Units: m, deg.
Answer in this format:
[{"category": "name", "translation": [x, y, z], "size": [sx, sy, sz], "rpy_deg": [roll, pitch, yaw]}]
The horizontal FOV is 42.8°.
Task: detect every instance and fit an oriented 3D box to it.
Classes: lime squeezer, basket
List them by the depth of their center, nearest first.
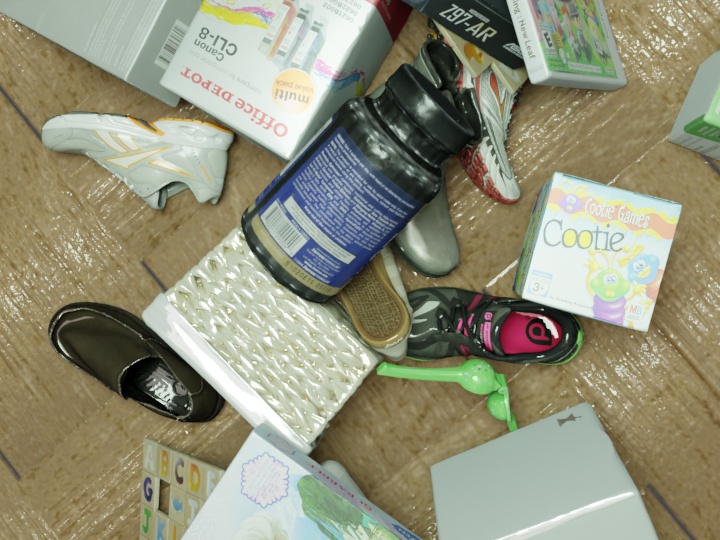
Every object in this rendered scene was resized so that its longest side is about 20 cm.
[{"category": "lime squeezer", "translation": [0.111, 0.124, 0.848], "size": [0.200, 0.038, 0.071], "rpy_deg": [37, 98, -26]}, {"category": "basket", "translation": [-0.083, 0.063, 0.874], "size": [0.200, 0.136, 0.123], "rpy_deg": [43, 93, 4]}]

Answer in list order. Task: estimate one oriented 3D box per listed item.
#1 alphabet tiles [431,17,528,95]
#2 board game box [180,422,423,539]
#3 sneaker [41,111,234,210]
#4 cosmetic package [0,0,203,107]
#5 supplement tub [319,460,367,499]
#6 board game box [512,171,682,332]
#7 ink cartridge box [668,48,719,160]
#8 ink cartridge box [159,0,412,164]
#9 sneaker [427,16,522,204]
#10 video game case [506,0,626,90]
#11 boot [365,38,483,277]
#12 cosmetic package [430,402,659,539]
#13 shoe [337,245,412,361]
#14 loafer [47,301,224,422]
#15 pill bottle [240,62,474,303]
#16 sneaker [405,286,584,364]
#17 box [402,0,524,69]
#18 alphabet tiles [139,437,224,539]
[{"category": "alphabet tiles", "translation": [0.101, -0.262, 0.837], "size": [0.006, 0.166, 0.200], "rpy_deg": [-27, 104, 45]}, {"category": "board game box", "translation": [-0.061, 0.269, 0.771], "size": [0.199, 0.041, 0.201], "rpy_deg": [34, 93, 6]}, {"category": "sneaker", "translation": [-0.229, -0.109, 0.925], "size": [0.198, 0.076, 0.093], "rpy_deg": [6, 95, 9]}, {"category": "cosmetic package", "translation": [-0.247, -0.252, 0.893], "size": [0.199, 0.090, 0.107], "rpy_deg": [32, 95, 27]}, {"category": "supplement tub", "translation": [-0.021, 0.298, 0.860], "size": [0.144, 0.145, 0.200], "rpy_deg": [-38, 85, 6]}, {"category": "board game box", "translation": [0.197, -0.014, 0.803], "size": [0.104, 0.200, 0.104], "rpy_deg": [15, 92, 7]}, {"category": "ink cartridge box", "translation": [0.393, -0.123, 0.805], "size": [0.199, 0.145, 0.085], "rpy_deg": [23, 94, 6]}, {"category": "ink cartridge box", "translation": [-0.064, -0.213, 0.865], "size": [0.145, 0.145, 0.201], "rpy_deg": [30, 95, 6]}, {"category": "sneaker", "translation": [0.125, -0.163, 0.875], "size": [0.081, 0.078, 0.202], "rpy_deg": [-14, 95, -5]}, {"category": "video game case", "translation": [0.173, -0.252, 0.814], "size": [0.022, 0.199, 0.184], "rpy_deg": [-18, 88, 35]}, {"category": "boot", "translation": [0.067, -0.099, 0.851], "size": [0.067, 0.130, 0.201], "rpy_deg": [-18, 86, -36]}, {"category": "cosmetic package", "translation": [0.177, 0.259, 0.801], "size": [0.165, 0.167, 0.201], "rpy_deg": [-23, 104, 7]}, {"category": "shoe", "translation": [0.000, 0.000, 0.879], "size": [0.070, 0.053, 0.201], "rpy_deg": [-27, 55, 8]}, {"category": "loafer", "translation": [-0.230, 0.090, 0.924], "size": [0.199, 0.071, 0.073], "rpy_deg": [25, 93, 7]}, {"category": "pill bottle", "translation": [-0.002, -0.076, 0.789], "size": [0.200, 0.112, 0.112], "rpy_deg": [-44, 85, 18]}, {"category": "sneaker", "translation": [0.112, 0.050, 0.870], "size": [0.198, 0.084, 0.077], "rpy_deg": [0, 81, 8]}, {"category": "box", "translation": [0.094, -0.299, 0.811], "size": [0.043, 0.159, 0.202], "rpy_deg": [-26, 52, 45]}, {"category": "alphabet tiles", "translation": [-0.168, 0.262, 0.879], "size": [0.008, 0.199, 0.169], "rpy_deg": [3, 90, -37]}]
